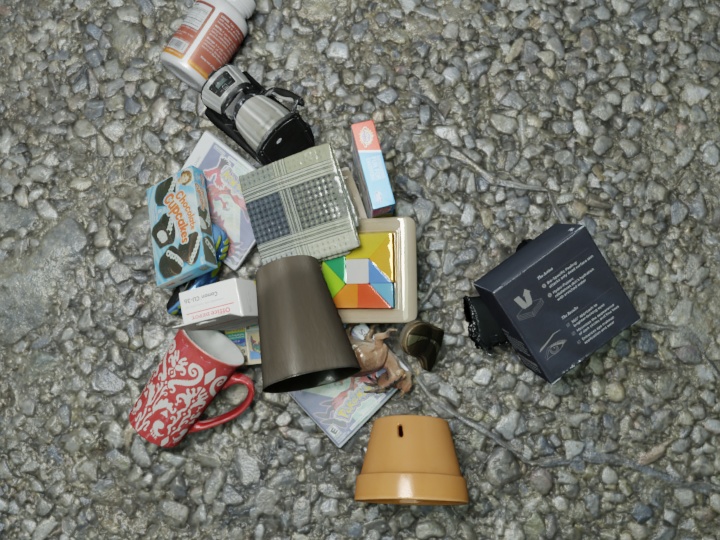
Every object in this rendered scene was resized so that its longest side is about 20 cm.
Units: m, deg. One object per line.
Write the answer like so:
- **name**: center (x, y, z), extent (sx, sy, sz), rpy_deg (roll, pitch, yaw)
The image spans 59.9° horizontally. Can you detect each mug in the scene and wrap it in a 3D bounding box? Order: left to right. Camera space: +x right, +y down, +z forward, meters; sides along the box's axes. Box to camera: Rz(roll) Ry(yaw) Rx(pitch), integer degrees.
- **mug**: center (-0.306, 0.222, 1.133), extent (0.177, 0.133, 0.201), rpy_deg (38, 96, 15)

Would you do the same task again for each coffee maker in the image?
- **coffee maker**: center (-0.195, -0.268, 1.193), extent (0.134, 0.193, 0.200), rpy_deg (-35, 63, -24)

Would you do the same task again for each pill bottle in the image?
- **pill bottle**: center (-0.294, -0.463, 1.229), extent (0.112, 0.112, 0.201), rpy_deg (32, 85, 3)

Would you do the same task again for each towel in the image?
- **towel**: center (-0.106, -0.105, 1.106), extent (0.198, 0.035, 0.194), rpy_deg (-15, 91, 20)

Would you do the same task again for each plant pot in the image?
- **plant pot**: center (0.091, 0.339, 1.112), extent (0.198, 0.200, 0.141), rpy_deg (2, 68, 0)

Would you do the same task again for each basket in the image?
- **basket**: center (-0.101, 0.088, 1.050), extent (0.179, 0.136, 0.202), rpy_deg (1, 66, -40)

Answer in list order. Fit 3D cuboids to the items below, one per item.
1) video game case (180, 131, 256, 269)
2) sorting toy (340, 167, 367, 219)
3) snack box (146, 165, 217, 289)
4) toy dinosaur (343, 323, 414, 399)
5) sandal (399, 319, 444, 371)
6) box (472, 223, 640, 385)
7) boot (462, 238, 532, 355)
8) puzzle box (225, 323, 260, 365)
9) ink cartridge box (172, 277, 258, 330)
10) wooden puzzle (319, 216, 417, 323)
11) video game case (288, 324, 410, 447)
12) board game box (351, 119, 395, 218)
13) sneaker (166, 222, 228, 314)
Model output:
- **video game case**: center (-0.267, -0.133, 1.203), extent (0.200, 0.023, 0.183), rpy_deg (38, 104, 4)
- **sorting toy**: center (-0.071, -0.066, 1.198), extent (0.179, 0.107, 0.202), rpy_deg (-18, 84, 5)
- **snack box**: center (-0.329, -0.079, 1.142), extent (0.115, 0.037, 0.202), rpy_deg (-22, 68, 21)
- **toy dinosaur**: center (0.003, 0.168, 1.157), extent (0.198, 0.086, 0.137), rpy_deg (5, 90, 6)
- **sandal**: center (0.103, 0.130, 1.132), extent (0.054, 0.200, 0.082), rpy_deg (21, 85, 28)
- **box**: center (0.342, 0.053, 1.105), extent (0.196, 0.117, 0.201), rpy_deg (-35, 100, -3)
- **boot**: center (0.275, 0.051, 1.192), extent (0.161, 0.073, 0.200), rpy_deg (-12, 90, -4)
- **puzzle box**: center (-0.165, 0.106, 1.180), extent (0.198, 0.025, 0.134), rpy_deg (-9, 83, 18)
- **ink cartridge box**: center (-0.230, 0.060, 1.087), extent (0.116, 0.200, 0.068), rpy_deg (-15, 81, 16)
- **wooden puzzle**: center (0.000, 0.000, 1.111), extent (0.198, 0.037, 0.187), rpy_deg (-2, 86, 12)
- **video game case**: center (-0.031, 0.203, 1.201), extent (0.200, 0.023, 0.182), rpy_deg (-44, 85, -4)
- **board game box**: center (0.021, -0.169, 1.152), extent (0.040, 0.200, 0.154), rpy_deg (-14, 85, -1)
- **sneaker**: center (-0.317, -0.004, 1.189), extent (0.082, 0.071, 0.201), rpy_deg (35, 108, 23)
